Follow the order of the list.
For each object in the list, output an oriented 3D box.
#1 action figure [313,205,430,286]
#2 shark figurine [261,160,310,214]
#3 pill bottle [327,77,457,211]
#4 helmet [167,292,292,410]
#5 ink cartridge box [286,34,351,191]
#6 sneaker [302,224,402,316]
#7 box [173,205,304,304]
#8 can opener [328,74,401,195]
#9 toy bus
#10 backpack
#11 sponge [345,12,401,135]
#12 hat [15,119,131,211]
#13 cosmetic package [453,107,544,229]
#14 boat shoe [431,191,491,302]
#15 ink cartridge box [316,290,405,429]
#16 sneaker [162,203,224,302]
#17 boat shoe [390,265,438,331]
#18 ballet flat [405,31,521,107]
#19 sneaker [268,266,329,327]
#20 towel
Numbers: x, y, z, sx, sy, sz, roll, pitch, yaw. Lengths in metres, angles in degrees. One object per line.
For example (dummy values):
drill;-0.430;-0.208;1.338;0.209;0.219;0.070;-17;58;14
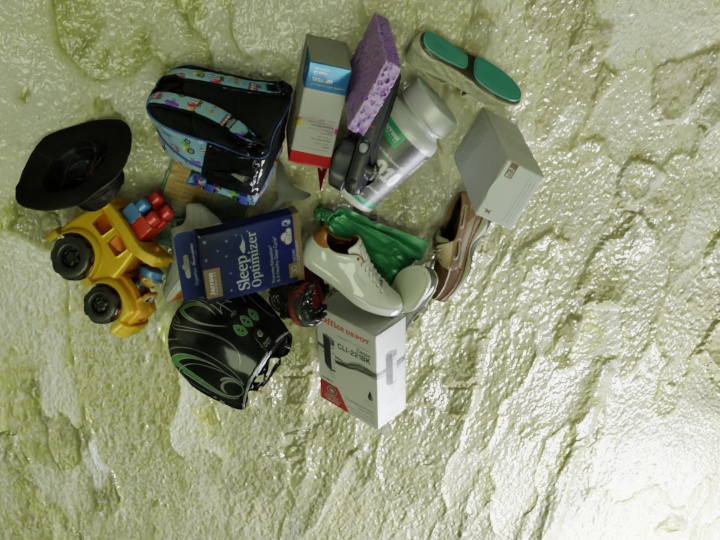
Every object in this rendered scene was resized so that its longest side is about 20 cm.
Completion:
action figure;0.005;-0.056;1.695;0.198;0.055;0.119;28;116;-26
shark figurine;-0.166;-0.061;1.647;0.089;0.128;0.217;34;131;23
pill bottle;0.048;-0.196;1.579;0.200;0.114;0.113;-42;117;18
helmet;-0.227;0.114;1.687;0.189;0.200;0.202;32;117;11
ink cartridge box;-0.069;-0.238;1.538;0.066;0.117;0.203;9;120;-11
sneaker;0.000;0.000;1.651;0.198;0.073;0.085;33;117;-16
box;-0.186;-0.020;1.579;0.197;0.032;0.123;-14;122;-17
can opener;0.015;-0.207;1.496;0.077;0.063;0.203;23;98;1
toy bus;-0.363;-0.024;1.598;0.191;0.136;0.201;-36;86;7
backpack;-0.217;-0.211;1.507;0.196;0.184;0.136;17;137;-1
sponge;0.014;-0.287;1.468;0.029;0.201;0.112;23;118;-17
hat;-0.416;-0.140;1.531;0.198;0.203;0.081;-22;138;7
cosmetic package;0.211;-0.160;1.568;0.073;0.201;0.103;21;118;-19
boat shoe;0.153;-0.047;1.703;0.073;0.076;0.203;11;111;-28
ink cartridge box;0.002;0.150;1.760;0.083;0.143;0.203;-30;131;-39
sneaker;-0.280;-0.032;1.650;0.092;0.075;0.201;49;127;12
boat shoe;0.086;0.049;1.730;0.059;0.073;0.202;-3;153;-27
ballet flat;0.158;-0.303;1.568;0.198;0.068;0.062;28;143;-18
sneaker;-0.106;0.051;1.663;0.096;0.201;0.072;-20;107;7
towel;-0.254;-0.116;1.649;0.144;0.022;0.202;17;116;-17
